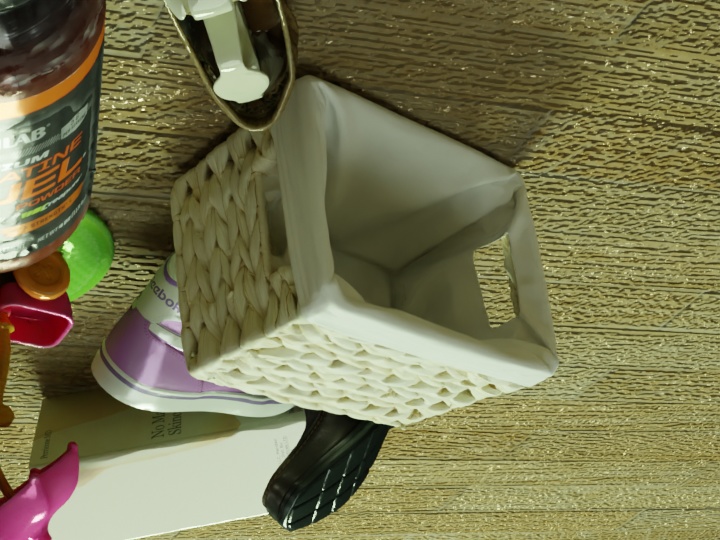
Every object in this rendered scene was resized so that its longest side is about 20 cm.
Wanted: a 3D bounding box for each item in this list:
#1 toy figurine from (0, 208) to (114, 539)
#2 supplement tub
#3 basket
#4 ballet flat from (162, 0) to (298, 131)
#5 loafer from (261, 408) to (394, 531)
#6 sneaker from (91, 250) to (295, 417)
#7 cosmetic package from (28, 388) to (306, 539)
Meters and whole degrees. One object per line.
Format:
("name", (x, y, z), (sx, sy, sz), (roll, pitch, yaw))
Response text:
("toy figurine", (-0.225, 0.067, 0.844), (0.198, 0.186, 0.150), (8, 147, -32))
("supplement tub", (-0.163, -0.089, 0.657), (0.106, 0.108, 0.201), (-4, 152, -14))
("basket", (0.000, 0.000, 0.862), (0.123, 0.137, 0.199), (-26, 150, 35))
("ballet flat", (-0.064, -0.124, 0.665), (0.067, 0.073, 0.201), (-12, 152, 2))
("loafer", (-0.013, 0.088, 0.974), (0.200, 0.072, 0.073), (-44, 161, -49))
("sneaker", (-0.067, 0.029, 0.958), (0.115, 0.073, 0.200), (-57, 155, 18))
("cosmetic package", (-0.121, 0.123, 1.060), (0.197, 0.105, 0.072), (-11, 113, -3))
